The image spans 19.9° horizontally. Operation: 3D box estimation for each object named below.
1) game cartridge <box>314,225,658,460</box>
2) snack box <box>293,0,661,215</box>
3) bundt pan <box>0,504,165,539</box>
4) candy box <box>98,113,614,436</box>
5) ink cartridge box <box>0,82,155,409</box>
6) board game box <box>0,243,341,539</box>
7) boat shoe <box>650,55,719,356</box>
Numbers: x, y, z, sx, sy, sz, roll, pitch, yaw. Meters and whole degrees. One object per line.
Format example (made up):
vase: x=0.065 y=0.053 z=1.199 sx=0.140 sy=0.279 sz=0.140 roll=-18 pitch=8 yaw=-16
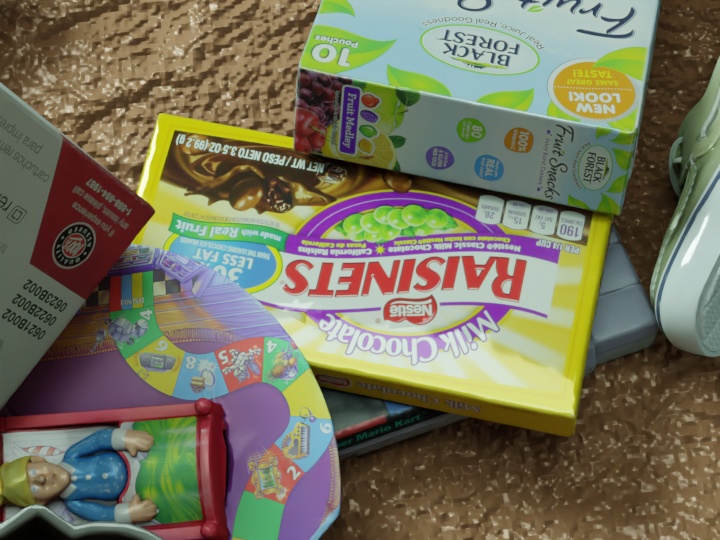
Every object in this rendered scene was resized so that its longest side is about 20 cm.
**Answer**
game cartridge: x=0.014 y=0.007 z=0.875 sx=0.198 sy=0.039 sz=0.130 roll=-19 pitch=60 yaw=-9
snack box: x=0.061 y=-0.120 z=0.899 sx=0.141 sy=0.053 sz=0.201 roll=11 pitch=45 yaw=7
bundt pan: x=-0.117 y=0.186 z=0.733 sx=0.200 sy=0.076 sz=0.204 roll=1 pitch=84 yaw=-7
candy box: x=0.000 y=0.000 z=0.847 sx=0.198 sy=0.026 sz=0.103 roll=11 pitch=67 yaw=6
ink cartridge box: x=-0.211 y=-0.004 z=0.755 sx=0.144 sy=0.145 sz=0.201 roll=37 pitch=88 yaw=31
board game box: x=-0.106 y=0.087 z=0.794 sx=0.158 sy=0.039 sz=0.200 roll=40 pitch=87 yaw=11
boat shoe: x=0.168 y=-0.047 z=0.892 sx=0.062 sy=0.072 sz=0.201 roll=14 pitch=56 yaw=32
